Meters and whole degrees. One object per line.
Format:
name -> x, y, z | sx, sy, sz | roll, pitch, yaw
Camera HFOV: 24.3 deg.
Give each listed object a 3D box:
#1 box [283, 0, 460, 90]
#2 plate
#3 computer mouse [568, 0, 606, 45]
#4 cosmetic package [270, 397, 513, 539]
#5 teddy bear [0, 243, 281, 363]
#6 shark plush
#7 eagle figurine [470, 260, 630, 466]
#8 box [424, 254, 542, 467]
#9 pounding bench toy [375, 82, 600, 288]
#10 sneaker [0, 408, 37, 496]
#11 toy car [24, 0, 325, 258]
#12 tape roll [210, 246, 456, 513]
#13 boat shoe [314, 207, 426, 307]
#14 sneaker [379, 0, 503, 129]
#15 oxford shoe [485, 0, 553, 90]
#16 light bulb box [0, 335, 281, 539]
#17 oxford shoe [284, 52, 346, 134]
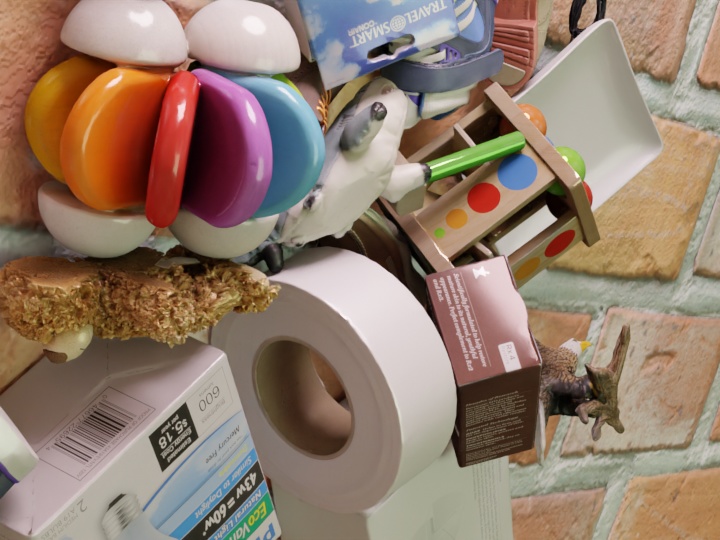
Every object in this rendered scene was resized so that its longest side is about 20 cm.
box -> -0.006, -0.244, 1.210 | 0.122, 0.048, 0.200 | -23, 124, -11
plate -> 0.178, -0.115, 1.555 | 0.200, 0.032, 0.200 | -41, 139, -5
computer mouse -> 0.178, -0.190, 1.552 | 0.059, 0.034, 0.200 | 6, 115, -42
cosmetic package -> 0.034, 0.213, 1.526 | 0.200, 0.123, 0.200 | -37, 136, -35
teddy bear -> -0.153, 0.023, 1.143 | 0.200, 0.145, 0.067 | -17, 118, -55
shark plush -> -0.031, -0.060, 1.278 | 0.200, 0.083, 0.091 | -52, 136, 6
eagle figurine -> 0.157, 0.087, 1.558 | 0.151, 0.200, 0.152 | 17, 96, -59
box -> 0.100, 0.079, 1.368 | 0.075, 0.100, 0.200 | -14, 154, -5
pounding bench toy -> 0.102, -0.070, 1.379 | 0.156, 0.124, 0.200 | -37, 153, -1
sneaker -> -0.306, 0.098, 1.013 | 0.146, 0.081, 0.200 | -39, 120, -8
toy car -> -0.112, -0.085, 1.098 | 0.200, 0.150, 0.175 | 1, 109, -29
tape roll -> -0.024, 0.086, 1.304 | 0.071, 0.202, 0.203 | -31, 132, -42
boat shoe -> 0.000, 0.000, 1.402 | 0.072, 0.076, 0.200 | -55, 143, -15
sneaker -> 0.045, -0.187, 1.346 | 0.200, 0.080, 0.147 | 13, 94, -62
oxford shoe -> 0.140, -0.263, 1.465 | 0.074, 0.071, 0.200 | -47, 150, -62
light bulb box -> -0.180, 0.168, 1.201 | 0.198, 0.125, 0.200 | -44, 139, -31
oxford shoe -> -0.045, -0.122, 1.266 | 0.200, 0.073, 0.071 | -48, 141, -28
